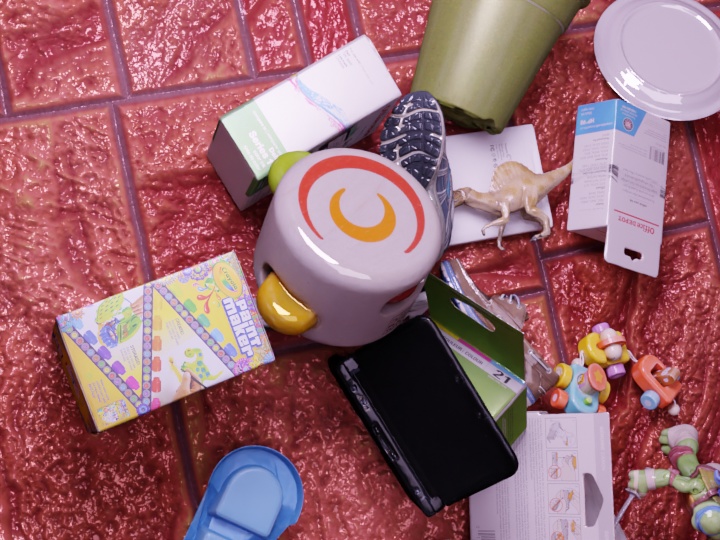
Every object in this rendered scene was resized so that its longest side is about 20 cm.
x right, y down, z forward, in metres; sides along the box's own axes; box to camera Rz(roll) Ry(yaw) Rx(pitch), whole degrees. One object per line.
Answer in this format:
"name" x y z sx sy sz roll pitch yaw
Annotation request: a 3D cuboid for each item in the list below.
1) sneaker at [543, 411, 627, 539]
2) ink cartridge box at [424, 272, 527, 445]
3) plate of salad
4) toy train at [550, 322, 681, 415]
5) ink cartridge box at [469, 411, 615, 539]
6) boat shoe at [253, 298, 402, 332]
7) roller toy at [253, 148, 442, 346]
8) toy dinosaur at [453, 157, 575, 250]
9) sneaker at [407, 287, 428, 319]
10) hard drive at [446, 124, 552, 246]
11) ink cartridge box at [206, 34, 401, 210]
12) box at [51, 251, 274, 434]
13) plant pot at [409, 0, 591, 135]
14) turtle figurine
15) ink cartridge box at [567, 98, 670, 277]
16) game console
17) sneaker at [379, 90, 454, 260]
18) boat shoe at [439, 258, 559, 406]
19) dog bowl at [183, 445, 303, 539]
"sneaker" 0.246 0.273 1.472 0.088 0.075 0.201 -28 90 0
"ink cartridge box" 0.106 0.110 1.354 0.147 0.201 0.076 34 66 28
"plate of salad" 0.397 -0.277 1.584 0.198 0.048 0.202 3 64 -7
"toy train" 0.320 0.139 1.481 0.199 0.056 0.151 -32 81 -40
"ink cartridge box" 0.214 0.266 1.420 0.175 0.045 0.202 -4 83 25
"boat shoe" -0.051 0.037 1.382 0.200 0.074 0.066 -3 81 15
"roller toy" -0.016 -0.019 1.275 0.181 0.140 0.201 9 51 -15
"toy dinosaur" 0.202 -0.087 1.477 0.198 0.058 0.102 -17 87 -18
"sneaker" 0.000 0.000 1.425 0.198 0.081 0.076 16 81 -12
"hard drive" 0.132 -0.101 1.502 0.198 0.027 0.133 -10 87 -18
"ink cartridge box" -0.066 -0.166 1.388 0.199 0.145 0.084 -32 88 -17
"box" -0.215 0.081 1.290 0.191 0.200 0.123 -21 89 -18
"plant pot" 0.149 -0.272 1.460 0.198 0.200 0.192 22 91 -12
"turtle figurine" 0.378 0.285 1.463 0.143 0.194 0.202 22 113 8
"ink cartridge box" 0.320 -0.098 1.513 0.115 0.066 0.202 15 78 -40
"game console" 0.065 0.159 1.366 0.116 0.176 0.201 -32 92 -6
"sneaker" 0.072 -0.108 1.424 0.077 0.086 0.202 3 99 22
"boat shoe" 0.166 0.064 1.458 0.072 0.072 0.201 -32 90 -1
"dog bowl" -0.141 0.294 1.364 0.111 0.050 0.201 26 78 -11
